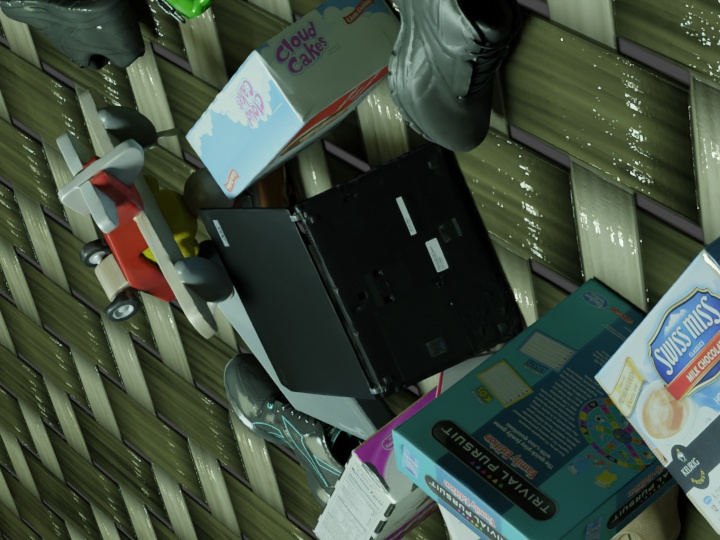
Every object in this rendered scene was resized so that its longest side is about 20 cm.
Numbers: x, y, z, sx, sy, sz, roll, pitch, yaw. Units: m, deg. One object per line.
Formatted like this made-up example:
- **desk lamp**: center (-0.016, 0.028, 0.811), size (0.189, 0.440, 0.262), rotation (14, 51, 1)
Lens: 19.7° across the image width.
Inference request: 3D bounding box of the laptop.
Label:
- **laptop**: center (0.000, 0.000, 1.640), size (0.103, 0.199, 0.178), rotation (-114, -1, -68)

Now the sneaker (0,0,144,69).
- **sneaker**: center (-0.268, -0.230, 1.905), size (0.200, 0.076, 0.091), rotation (24, 147, 51)

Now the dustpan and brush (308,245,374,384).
- **dustpan and brush**: center (0.005, 0.054, 1.792), size (0.200, 0.057, 0.140), rotation (9, 129, 58)

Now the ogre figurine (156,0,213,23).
- **ogre figurine**: center (-0.143, -0.276, 1.618), size (0.120, 0.098, 0.200), rotation (38, 171, -5)

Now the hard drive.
- **hard drive**: center (-0.058, 0.064, 1.823), size (0.139, 0.033, 0.200), rotation (19, 151, 49)

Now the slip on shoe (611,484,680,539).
- **slip on shoe**: center (0.215, 0.181, 1.554), size (0.061, 0.076, 0.200), rotation (51, 159, 20)

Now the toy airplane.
- **toy airplane**: center (-0.172, -0.053, 1.715), size (0.199, 0.140, 0.201), rotation (-141, 29, -73)

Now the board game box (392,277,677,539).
- **board game box**: center (0.146, 0.110, 1.441), size (0.151, 0.200, 0.047), rotation (37, 151, 34)

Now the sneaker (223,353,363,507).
- **sneaker**: center (-0.049, 0.147, 2.015), size (0.200, 0.075, 0.079), rotation (44, 140, 8)

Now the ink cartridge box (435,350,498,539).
- **ink cartridge box**: center (0.124, 0.184, 1.628), size (0.084, 0.145, 0.201), rotation (-13, 119, 16)

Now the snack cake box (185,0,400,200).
- **snack cake box**: center (-0.050, -0.136, 1.589), size (0.067, 0.115, 0.200), rotation (54, 155, 1)

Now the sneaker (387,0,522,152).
- **sneaker**: center (0.067, -0.157, 1.408), size (0.090, 0.076, 0.201), rotation (26, 145, 36)

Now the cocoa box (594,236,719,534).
- **cocoa box**: center (0.253, 0.044, 1.244), size (0.131, 0.133, 0.200), rotation (50, 155, 11)

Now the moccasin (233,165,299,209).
- **moccasin**: center (-0.092, -0.069, 1.810), size (0.073, 0.078, 0.202), rotation (17, 134, 31)

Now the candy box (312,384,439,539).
- **candy box**: center (0.040, 0.175, 1.789), size (0.061, 0.136, 0.200), rotation (48, 154, 12)
